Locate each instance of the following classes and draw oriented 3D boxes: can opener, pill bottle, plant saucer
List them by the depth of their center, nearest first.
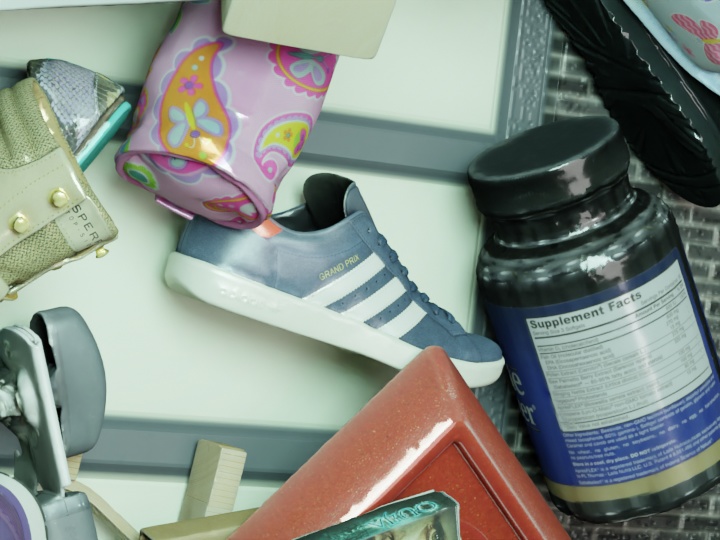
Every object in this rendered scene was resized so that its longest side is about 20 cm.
[{"bbox_3d":[-0.134,0.118,1.329,0.067,0.053,0.200,-16,97,-32],"label":"can opener"},{"bbox_3d":[0.022,0.173,1.434,0.200,0.037,0.200,-43,127,-13],"label":"plant saucer"},{"bbox_3d":[0.127,0.025,1.495,0.112,0.112,0.200,-28,109,-28],"label":"pill bottle"}]

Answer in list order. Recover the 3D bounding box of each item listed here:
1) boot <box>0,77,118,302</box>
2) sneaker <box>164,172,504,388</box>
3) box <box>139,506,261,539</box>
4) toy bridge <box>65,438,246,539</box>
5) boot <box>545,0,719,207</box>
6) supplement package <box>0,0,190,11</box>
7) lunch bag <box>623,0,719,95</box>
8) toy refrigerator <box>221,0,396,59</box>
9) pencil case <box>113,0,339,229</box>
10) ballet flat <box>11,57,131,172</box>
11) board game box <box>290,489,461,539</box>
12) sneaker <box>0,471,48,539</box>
[{"bbox_3d":[-0.177,0.017,1.232,0.155,0.200,0.073,-23,147,0],"label":"boot"},{"bbox_3d":[0.000,0.000,1.430,0.200,0.075,0.085,20,88,-33],"label":"sneaker"},{"bbox_3d":[-0.028,0.195,1.446,0.200,0.021,0.164,-7,111,-32],"label":"box"},{"bbox_3d":[-0.078,0.121,1.420,0.200,0.027,0.067,15,88,-33],"label":"toy bridge"},{"bbox_3d":[0.194,-0.157,1.545,0.162,0.073,0.198,-43,111,-22],"label":"boot"},{"bbox_3d":[-0.177,-0.176,1.272,0.200,0.117,0.117,-7,98,-33],"label":"supplement package"},{"bbox_3d":[0.220,-0.192,1.453,0.170,0.127,0.200,-49,112,-16],"label":"lunch bag"},{"bbox_3d":[-0.004,-0.195,1.246,0.076,0.200,0.070,9,46,-12],"label":"toy refrigerator"},{"bbox_3d":[-0.050,-0.122,1.367,0.087,0.087,0.200,31,68,-31],"label":"pencil case"},{"bbox_3d":[-0.188,-0.019,1.321,0.072,0.072,0.200,41,73,-29],"label":"ballet flat"},{"bbox_3d":[-0.005,0.220,1.392,0.135,0.028,0.200,-18,117,-27],"label":"board game box"},{"bbox_3d":[-0.178,0.198,1.270,0.088,0.076,0.200,-38,118,-72],"label":"sneaker"}]
